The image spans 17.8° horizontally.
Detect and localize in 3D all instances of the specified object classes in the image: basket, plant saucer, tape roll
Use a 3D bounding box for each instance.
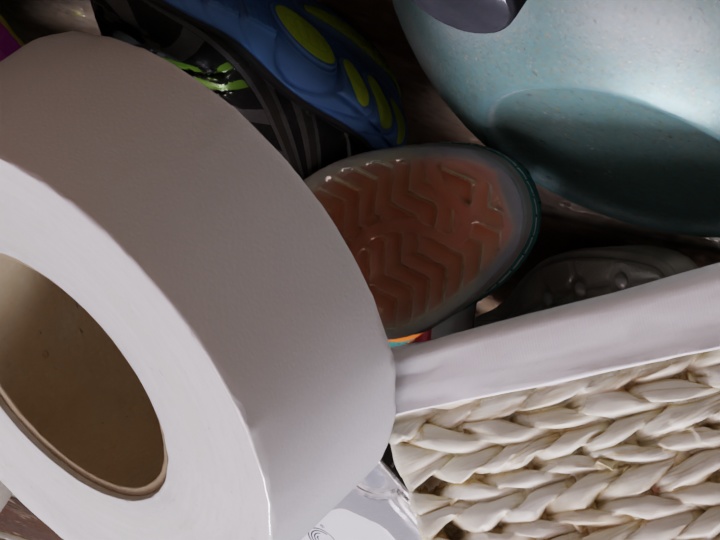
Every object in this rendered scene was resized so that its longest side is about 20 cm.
[{"bbox_3d":[0.124,0.062,0.823,0.199,0.124,0.135,-16,176,30],"label":"basket"},{"bbox_3d":[0.099,-0.054,0.807,0.200,0.039,0.201,19,163,6],"label":"plant saucer"},{"bbox_3d":[-0.085,0.018,0.817,0.202,0.071,0.203,31,144,26],"label":"tape roll"}]

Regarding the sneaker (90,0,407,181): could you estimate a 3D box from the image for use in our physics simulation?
[{"bbox_3d":[-0.065,-0.080,0.830,0.083,0.071,0.199,-36,134,20],"label":"sneaker"}]

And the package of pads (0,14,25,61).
[{"bbox_3d":[-0.219,-0.087,0.973,0.200,0.068,0.155,-1,134,53],"label":"package of pads"}]

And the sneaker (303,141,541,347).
[{"bbox_3d":[0.000,0.000,0.890,0.200,0.072,0.080,-25,173,38],"label":"sneaker"}]

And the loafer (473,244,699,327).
[{"bbox_3d":[0.100,0.029,1.032,0.070,0.070,0.200,-11,174,-28],"label":"loafer"}]

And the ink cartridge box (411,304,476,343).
[{"bbox_3d":[-0.054,0.016,1.028,0.199,0.084,0.146,17,130,14],"label":"ink cartridge box"}]

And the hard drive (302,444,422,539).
[{"bbox_3d":[0.024,0.137,0.981,0.200,0.038,0.139,50,143,-15],"label":"hard drive"}]

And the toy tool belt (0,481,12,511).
[{"bbox_3d":[-0.214,0.052,0.938,0.125,0.123,0.200,61,-169,23],"label":"toy tool belt"}]

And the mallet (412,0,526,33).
[{"bbox_3d":[0.010,-0.137,0.613,0.041,0.066,0.200,13,161,29],"label":"mallet"}]
